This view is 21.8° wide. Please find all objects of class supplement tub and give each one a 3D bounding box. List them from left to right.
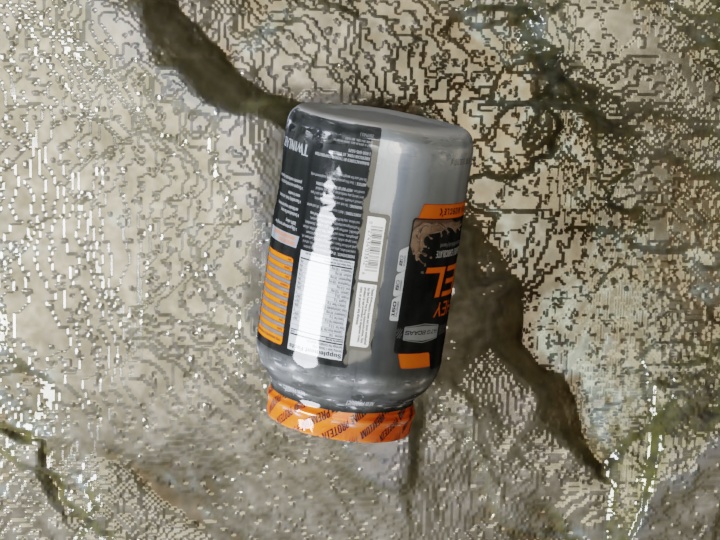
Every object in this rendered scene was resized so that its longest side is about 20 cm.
[{"bbox_3d":[0.000,0.000,1.196,0.121,0.123,0.202,7,100,-9],"label":"supplement tub"}]
